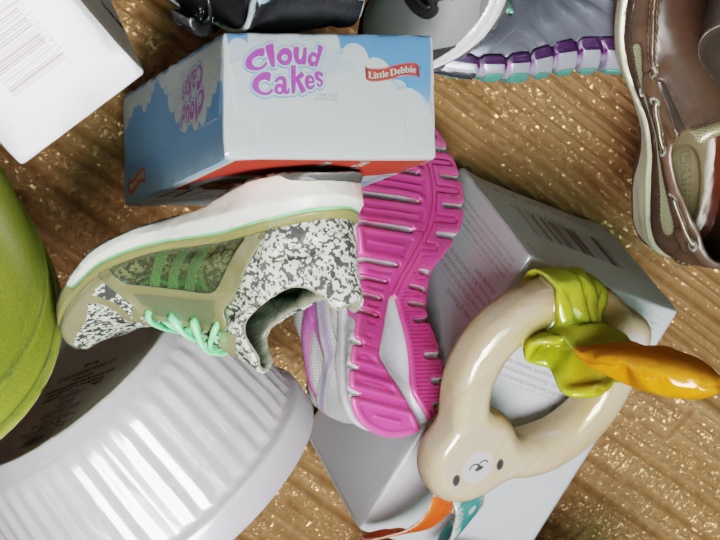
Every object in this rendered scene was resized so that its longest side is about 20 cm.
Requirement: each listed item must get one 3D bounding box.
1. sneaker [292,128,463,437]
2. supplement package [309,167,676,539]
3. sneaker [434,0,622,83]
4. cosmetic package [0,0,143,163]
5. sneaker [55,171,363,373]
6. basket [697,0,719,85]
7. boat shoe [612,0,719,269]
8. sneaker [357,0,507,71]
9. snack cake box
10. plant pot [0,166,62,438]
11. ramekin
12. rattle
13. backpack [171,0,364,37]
[{"bbox_3d":[0.000,0.000,1.373,0.081,0.088,0.200,17,73,-32],"label":"sneaker"},{"bbox_3d":[0.075,0.062,1.418,0.117,0.117,0.200,21,110,-30],"label":"supplement package"},{"bbox_3d":[0.108,-0.157,1.356,0.200,0.074,0.088,-4,107,-24],"label":"sneaker"},{"bbox_3d":[-0.187,-0.151,1.206,0.081,0.200,0.113,-36,121,5],"label":"cosmetic package"},{"bbox_3d":[-0.079,0.016,1.233,0.200,0.089,0.077,-24,161,31],"label":"sneaker"},{"bbox_3d":[0.269,-0.188,1.282,0.180,0.136,0.200,32,70,-28],"label":"basket"},{"bbox_3d":[0.194,-0.095,1.331,0.075,0.075,0.202,-19,118,-18],"label":"boat shoe"},{"bbox_3d":[0.056,-0.183,1.250,0.079,0.074,0.200,2,139,-47],"label":"sneaker"},{"bbox_3d":[-0.049,-0.078,1.269,0.115,0.200,0.067,1,84,-21],"label":"snack cake box"},{"bbox_3d":[-0.260,-0.021,1.213,0.200,0.200,0.193,-10,149,-9],"label":"plant pot"},{"bbox_3d":[-0.136,0.097,1.350,0.200,0.200,0.105,-35,110,5],"label":"ramekin"},{"bbox_3d":[0.102,0.109,1.304,0.200,0.143,0.130,-51,148,3],"label":"rattle"},{"bbox_3d":[-0.045,-0.236,1.213,0.151,0.178,0.200,-13,120,-31],"label":"backpack"}]
